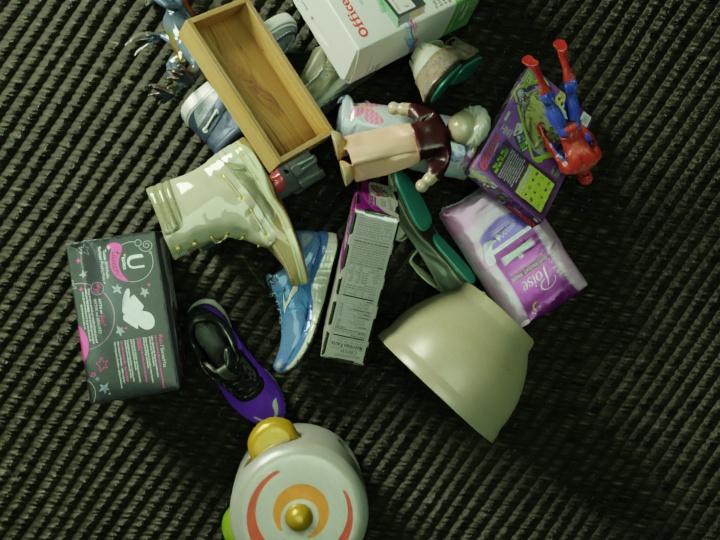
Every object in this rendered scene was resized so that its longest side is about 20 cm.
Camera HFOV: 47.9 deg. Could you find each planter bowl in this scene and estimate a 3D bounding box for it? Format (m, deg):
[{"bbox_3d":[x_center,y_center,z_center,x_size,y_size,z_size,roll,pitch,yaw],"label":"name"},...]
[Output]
[{"bbox_3d":[0.139,0.103,1.050,0.200,0.200,0.135,42,90,-5],"label":"planter bowl"}]

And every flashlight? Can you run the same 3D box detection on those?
[{"bbox_3d":[-0.147,-0.104,1.089,0.199,0.068,0.068,-33,92,0],"label":"flashlight"}]

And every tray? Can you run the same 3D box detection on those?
[{"bbox_3d":[-0.127,-0.230,1.002,0.098,0.037,0.201,-36,95,-36],"label":"tray"}]

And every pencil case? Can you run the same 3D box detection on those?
[{"bbox_3d":[0.060,-0.179,1.090,0.198,0.091,0.084,11,115,-3],"label":"pencil case"}]

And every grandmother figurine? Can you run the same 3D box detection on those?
[{"bbox_3d":[0.069,-0.159,1.015,0.198,0.061,0.123,-17,91,-3],"label":"grandmother figurine"}]

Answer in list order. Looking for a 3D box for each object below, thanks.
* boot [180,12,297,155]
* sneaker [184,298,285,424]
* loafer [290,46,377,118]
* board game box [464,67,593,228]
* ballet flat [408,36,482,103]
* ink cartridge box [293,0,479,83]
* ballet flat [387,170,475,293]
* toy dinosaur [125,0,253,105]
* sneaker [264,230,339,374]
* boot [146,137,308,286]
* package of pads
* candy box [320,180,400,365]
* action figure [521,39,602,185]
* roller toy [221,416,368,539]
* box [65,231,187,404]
[{"bbox_3d":[-0.139,-0.240,1.073,0.200,0.073,0.090,-44,77,8],"label":"boot"},{"bbox_3d":[-0.172,0.134,1.081,0.069,0.100,0.201,-36,98,-1],"label":"sneaker"},{"bbox_3d":[-0.049,-0.258,1.090,0.200,0.075,0.070,-40,89,-10],"label":"loafer"},{"bbox_3d":[0.228,-0.168,1.082,0.120,0.032,0.201,39,62,-13],"label":"board game box"},{"bbox_3d":[0.100,-0.264,1.046,0.067,0.200,0.068,40,118,3],"label":"ballet flat"},{"bbox_3d":[0.033,-0.356,1.043,0.199,0.084,0.146,-30,83,-17],"label":"ink cartridge box"},{"bbox_3d":[0.080,-0.043,1.111,0.063,0.067,0.201,-34,92,28],"label":"ballet flat"},{"bbox_3d":[-0.234,-0.306,1.055,0.198,0.105,0.183,19,59,-25],"label":"toy dinosaur"},{"bbox_3d":[-0.090,0.041,1.103,0.088,0.079,0.202,13,84,3],"label":"sneaker"},{"bbox_3d":[-0.165,-0.046,1.029,0.154,0.072,0.202,-28,98,-7],"label":"boot"},{"bbox_3d":[0.206,-0.030,1.112,0.120,0.076,0.201,-33,95,1],"label":"package of pads"},{"bbox_3d":[0.000,0.000,1.042,0.060,0.137,0.202,13,112,-4],"label":"candy box"},{"bbox_3d":[0.257,-0.202,1.040,0.065,0.099,0.201,-24,122,8],"label":"action figure"},{"bbox_3d":[-0.080,0.304,1.076,0.180,0.140,0.202,18,92,-5],"label":"roller toy"},{"bbox_3d":[-0.297,0.055,1.055,0.113,0.132,0.203,-8,94,-7],"label":"box"}]
